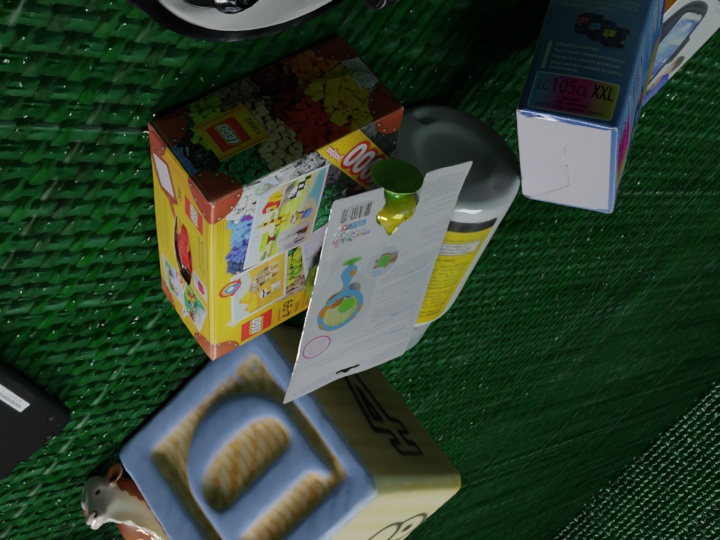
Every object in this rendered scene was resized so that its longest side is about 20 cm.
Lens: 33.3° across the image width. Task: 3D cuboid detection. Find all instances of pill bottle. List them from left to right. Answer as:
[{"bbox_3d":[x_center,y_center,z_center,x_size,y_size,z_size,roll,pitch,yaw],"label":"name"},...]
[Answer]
[{"bbox_3d":[0.041,-0.026,0.976,0.114,0.114,0.200,-21,151,-35],"label":"pill bottle"}]

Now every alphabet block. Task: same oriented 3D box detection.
[{"bbox_3d":[-0.060,0.183,1.109,0.195,0.197,0.200,-43,157,13],"label":"alphabet block"}]

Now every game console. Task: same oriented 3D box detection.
[{"bbox_3d":[-0.313,0.128,0.856,0.177,0.031,0.200,-41,158,-7],"label":"game console"}]

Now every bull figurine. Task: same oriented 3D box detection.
[{"bbox_3d":[-0.191,0.245,1.143,0.065,0.121,0.200,-46,163,-4],"label":"bull figurine"}]

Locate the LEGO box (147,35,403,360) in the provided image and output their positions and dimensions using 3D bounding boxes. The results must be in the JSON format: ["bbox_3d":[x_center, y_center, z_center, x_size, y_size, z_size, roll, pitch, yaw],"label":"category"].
[{"bbox_3d":[-0.061,-0.046,0.835,0.149,0.077,0.200,-29,155,-22],"label":"LEGO box"}]

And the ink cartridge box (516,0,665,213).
[{"bbox_3d":[0.178,-0.164,0.895,0.137,0.076,0.201,68,37,-66],"label":"ink cartridge box"}]

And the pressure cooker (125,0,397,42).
[{"bbox_3d":[-0.048,-0.184,0.445,0.176,0.200,0.179,-19,150,-36],"label":"pressure cooker"}]

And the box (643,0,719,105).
[{"bbox_3d":[0.269,-0.218,1.052,0.200,0.042,0.119,-46,156,22],"label":"box"}]

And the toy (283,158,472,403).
[{"bbox_3d":[0.000,0.000,0.850,0.115,0.047,0.200,-19,147,-32],"label":"toy"}]
